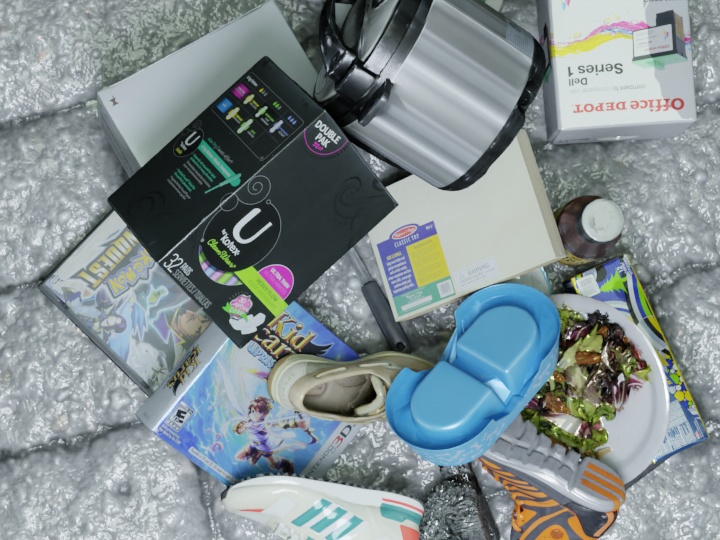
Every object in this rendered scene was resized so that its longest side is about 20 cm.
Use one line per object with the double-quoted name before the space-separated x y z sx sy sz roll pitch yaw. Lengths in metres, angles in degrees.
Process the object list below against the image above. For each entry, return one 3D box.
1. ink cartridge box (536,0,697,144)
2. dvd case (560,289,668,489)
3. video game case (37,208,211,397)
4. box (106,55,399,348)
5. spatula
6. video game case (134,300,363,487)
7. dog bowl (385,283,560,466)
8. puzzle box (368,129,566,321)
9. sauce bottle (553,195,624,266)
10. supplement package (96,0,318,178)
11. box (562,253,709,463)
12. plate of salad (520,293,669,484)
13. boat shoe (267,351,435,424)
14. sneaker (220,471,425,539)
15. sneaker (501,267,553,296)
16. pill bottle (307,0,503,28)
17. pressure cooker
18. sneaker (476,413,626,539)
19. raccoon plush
"ink cartridge box" 0.258 -0.236 1.708 0.144 0.084 0.201 -4 86 -2
"dvd case" 0.229 0.129 1.715 0.148 0.016 0.200 -36 88 -3
"video game case" -0.194 0.008 1.710 0.181 0.026 0.200 44 86 2
"box" -0.097 -0.062 1.531 0.200 0.149 0.124 -42 44 -3
"spatula" 0.000 0.000 1.716 0.056 0.021 0.201 -29 88 3
"video game case" -0.089 0.126 1.639 0.182 0.045 0.200 -52 127 -5
"dog bowl" 0.112 0.102 1.598 0.111 0.050 0.200 29 67 35
"puzzle box" 0.097 -0.043 1.660 0.199 0.025 0.134 -22 81 34
"sauce bottle" 0.218 -0.040 1.635 0.066 0.200 0.066 0 86 1
"supplement package" -0.136 -0.142 1.662 0.199 0.111 0.156 -30 84 -12
"box" 0.272 0.087 1.675 0.064 0.070 0.201 -23 87 -2
"plate of salad" 0.205 0.123 1.645 0.199 0.048 0.201 8 104 31
"boat shoe" 0.008 0.119 1.629 0.199 0.065 0.073 7 103 -35
"sneaker" -0.037 0.251 1.604 0.199 0.070 0.094 10 70 -11
"sneaker" 0.118 -0.042 1.697 0.081 0.077 0.201 -28 83 5
"pill bottle" 0.039 -0.280 1.692 0.199 0.113 0.113 22 86 1
"pressure cooker" 0.049 -0.191 1.562 0.199 0.176 0.179 30 84 -18
"sneaker" 0.150 0.209 1.639 0.199 0.078 0.112 32 128 10
"raccoon plush" 0.063 0.257 1.688 0.133 0.097 0.201 -20 55 11
